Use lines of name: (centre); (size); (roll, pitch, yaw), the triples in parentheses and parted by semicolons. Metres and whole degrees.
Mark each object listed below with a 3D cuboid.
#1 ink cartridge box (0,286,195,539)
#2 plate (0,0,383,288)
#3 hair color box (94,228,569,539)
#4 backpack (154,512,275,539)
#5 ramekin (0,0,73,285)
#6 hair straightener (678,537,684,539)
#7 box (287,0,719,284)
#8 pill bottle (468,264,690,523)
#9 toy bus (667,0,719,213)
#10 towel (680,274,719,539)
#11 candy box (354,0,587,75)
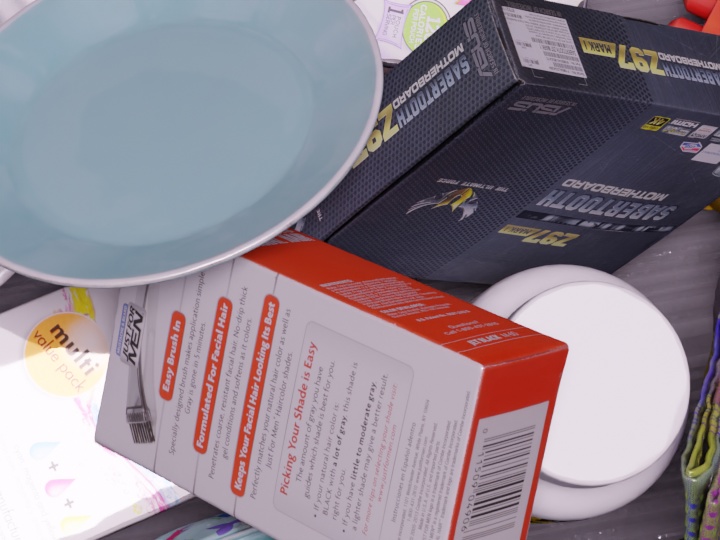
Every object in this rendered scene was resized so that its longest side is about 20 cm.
ink cartridge box: (-0.110, 0.058, 1.067); (0.199, 0.068, 0.116); (-23, 87, -9)
plate: (-0.086, -0.063, 0.967); (0.199, 0.026, 0.201); (-7, 47, 8)
hair color box: (-0.017, 0.052, 0.940); (0.199, 0.064, 0.111); (23, 110, 36)
backpack: (-0.023, 0.186, 1.011); (0.200, 0.150, 0.178); (-22, 92, -39)
ramekin: (-0.230, -0.064, 1.056); (0.199, 0.098, 0.202); (1, 83, -5)
hair straightener: (0.200, 0.128, 1.095); (0.200, 0.077, 0.041); (-36, 116, -21)
box: (0.081, -0.051, 1.013); (0.199, 0.158, 0.051); (6, 58, -42)
pill bottle: (0.085, 0.058, 1.022); (0.112, 0.200, 0.113); (1, 83, -5)
toy bus: (0.229, -0.059, 1.096); (0.191, 0.136, 0.201); (23, 84, 10)
towel: (0.159, 0.080, 1.020); (0.023, 0.144, 0.200); (10, 41, 10)
candy box: (0.016, -0.175, 1.108); (0.199, 0.072, 0.169); (9, 82, -4)
